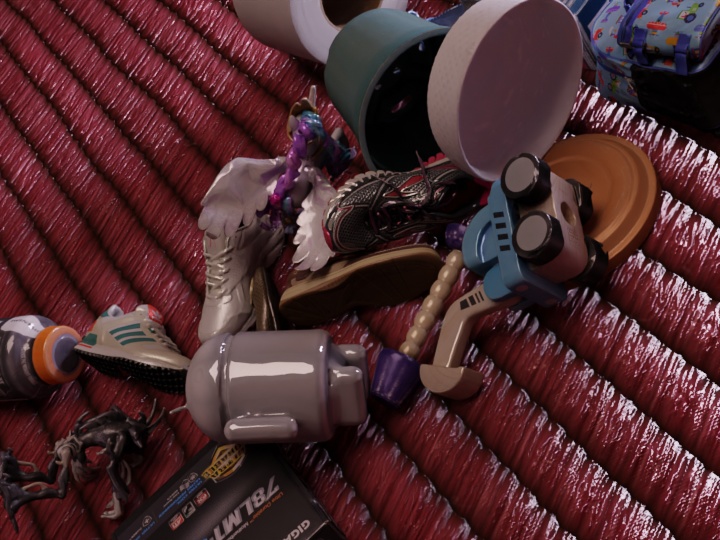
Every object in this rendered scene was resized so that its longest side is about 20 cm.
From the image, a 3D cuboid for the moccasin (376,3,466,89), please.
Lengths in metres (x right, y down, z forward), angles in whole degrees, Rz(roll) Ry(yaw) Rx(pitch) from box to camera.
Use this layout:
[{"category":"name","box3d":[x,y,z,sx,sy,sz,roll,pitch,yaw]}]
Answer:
[{"category":"moccasin","box3d":[0.063,-0.270,1.595,0.200,0.068,0.080,-41,41,-2]}]

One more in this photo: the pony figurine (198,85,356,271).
[{"category":"pony figurine","box3d":[-0.074,-0.099,1.450,0.166,0.200,0.194,20,84,10]}]

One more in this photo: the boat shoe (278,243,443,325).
[{"category":"boat shoe","box3d":[0.000,0.000,1.407,0.199,0.072,0.072,-20,43,27]}]

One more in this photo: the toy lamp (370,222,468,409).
[{"category":"toy lamp","box3d":[0.070,0.049,1.311,0.058,0.058,0.201,16,71,43]}]

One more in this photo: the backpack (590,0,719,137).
[{"category":"backpack","box3d":[0.332,-0.255,1.337,0.183,0.135,0.200,-49,39,-12]}]

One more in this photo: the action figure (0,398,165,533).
[{"category":"action figure","box3d":[-0.306,0.218,1.421,0.199,0.103,0.119,-22,28,-20]}]

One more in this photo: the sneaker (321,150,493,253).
[{"category":"sneaker","box3d":[0.052,-0.074,1.366,0.199,0.081,0.075,-24,28,-11]}]

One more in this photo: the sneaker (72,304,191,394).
[{"category":"sneaker","box3d":[-0.257,0.083,1.518,0.199,0.070,0.094,7,60,41]}]

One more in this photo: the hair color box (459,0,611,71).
[{"category":"hair color box","box3d":[0.212,-0.301,1.489,0.061,0.100,0.200,-51,42,-11]}]

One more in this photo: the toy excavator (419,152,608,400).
[{"category":"toy excavator","box3d":[0.138,0.011,1.258,0.199,0.100,0.196,-29,55,35]}]

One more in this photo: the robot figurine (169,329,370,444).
[{"category":"robot figurine","box3d":[-0.091,0.118,1.286,0.198,0.114,0.170,-2,26,7]}]

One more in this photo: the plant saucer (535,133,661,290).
[{"category":"plant saucer","box3d":[0.216,-0.067,1.333,0.199,0.032,0.201,-19,45,21]}]

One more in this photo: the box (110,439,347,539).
[{"category":"box","box3d":[-0.139,0.270,1.286,0.200,0.050,0.199,-42,40,-2]}]

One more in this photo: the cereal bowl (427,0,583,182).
[{"category":"cereal bowl","box3d":[0.140,-0.199,1.323,0.083,0.200,0.200,31,75,39]}]

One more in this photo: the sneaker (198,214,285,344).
[{"category":"sneaker","box3d":[-0.161,-0.002,1.501,0.077,0.099,0.201,-9,50,30]}]

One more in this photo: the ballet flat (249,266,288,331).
[{"category":"ballet flat","box3d":[-0.105,0.077,1.420,0.046,0.067,0.201,-21,50,9]}]

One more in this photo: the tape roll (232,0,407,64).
[{"category":"tape roll","box3d":[-0.052,-0.380,1.677,0.203,0.203,0.139,-50,43,-12]}]

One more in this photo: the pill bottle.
[{"category":"pill bottle","box3d":[-0.443,0.112,1.604,0.199,0.106,0.107,-7,51,32]}]

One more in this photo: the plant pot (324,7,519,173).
[{"category":"plant pot","box3d":[0.057,-0.207,1.466,0.200,0.200,0.196,-40,33,-1]}]
